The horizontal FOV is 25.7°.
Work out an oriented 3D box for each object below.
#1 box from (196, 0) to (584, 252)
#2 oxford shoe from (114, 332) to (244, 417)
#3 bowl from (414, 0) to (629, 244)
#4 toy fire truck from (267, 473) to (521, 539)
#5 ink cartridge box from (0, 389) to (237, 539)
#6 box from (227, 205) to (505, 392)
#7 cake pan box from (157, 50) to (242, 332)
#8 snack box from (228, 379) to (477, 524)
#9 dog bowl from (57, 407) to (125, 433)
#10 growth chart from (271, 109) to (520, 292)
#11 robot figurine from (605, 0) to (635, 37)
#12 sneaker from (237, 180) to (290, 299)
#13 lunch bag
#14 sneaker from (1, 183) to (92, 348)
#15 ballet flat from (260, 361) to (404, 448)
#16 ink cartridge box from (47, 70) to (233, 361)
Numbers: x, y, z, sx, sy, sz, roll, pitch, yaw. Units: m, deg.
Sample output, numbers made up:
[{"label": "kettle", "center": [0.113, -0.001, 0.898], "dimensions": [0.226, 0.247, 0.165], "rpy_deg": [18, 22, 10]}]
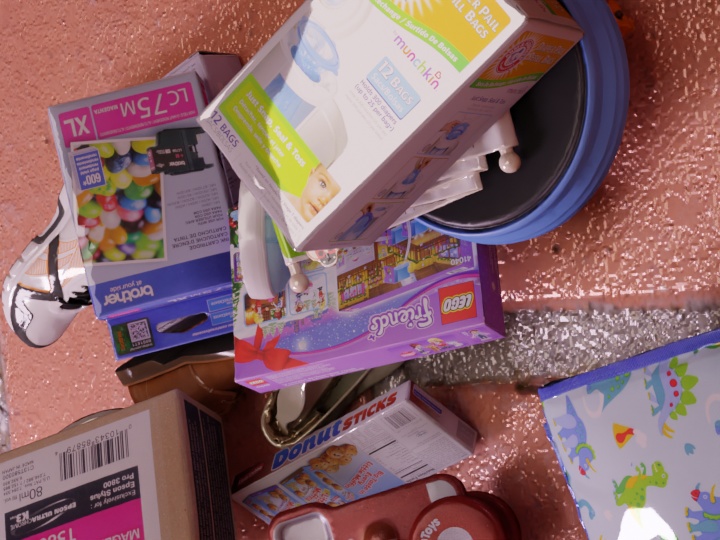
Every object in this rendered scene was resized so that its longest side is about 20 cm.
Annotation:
[{"label": "box", "center": [0.018, -0.118, 0.958], "dimensions": [0.200, 0.101, 0.113], "rpy_deg": [-43, 74, 22]}, {"label": "oxford shoe", "center": [-0.112, 0.083, 1.271], "dimensions": [0.200, 0.071, 0.071], "rpy_deg": [-18, 101, 45]}, {"label": "bowl", "center": [0.078, -0.117, 1.028], "dimensions": [0.201, 0.039, 0.201], "rpy_deg": [5, 98, 37]}, {"label": "toy fire truck", "center": [0.038, 0.243, 1.086], "dimensions": [0.168, 0.112, 0.200], "rpy_deg": [-18, 81, 9]}, {"label": "ink cartridge box", "center": [-0.199, 0.203, 1.215], "dimensions": [0.200, 0.075, 0.165], "rpy_deg": [-22, 57, 17]}, {"label": "box", "center": [0.000, 0.000, 1.125], "dimensions": [0.200, 0.039, 0.137], "rpy_deg": [-14, 67, 25]}, {"label": "cake pan box", "center": [-0.144, -0.056, 1.284], "dimensions": [0.200, 0.052, 0.184], "rpy_deg": [-30, 78, 37]}, {"label": "snack box", "center": [-0.009, 0.147, 1.185], "dimensions": [0.200, 0.072, 0.024], "rpy_deg": [-32, 30, 37]}, {"label": "dog bowl", "center": [-0.195, 0.219, 1.296], "dimensions": [0.200, 0.074, 0.200], "rpy_deg": [-13, 61, 23]}, {"label": "growth chart", "center": [0.010, -0.090, 1.031], "dimensions": [0.200, 0.018, 0.145], "rpy_deg": [-27, 81, 25]}, {"label": "robot figurine", "center": [0.089, -0.202, 1.071], "dimensions": [0.145, 0.058, 0.200], "rpy_deg": [-49, 66, 31]}, {"label": "sneaker", "center": [-0.033, -0.075, 1.106], "dimensions": [0.082, 0.074, 0.200], "rpy_deg": [9, 86, 13]}, {"label": "lunch bag", "center": [0.220, 0.121, 0.957], "dimensions": [0.200, 0.127, 0.170], "rpy_deg": [-23, 81, 29]}, {"label": "sneaker", "center": [-0.225, -0.004, 1.279], "dimensions": [0.080, 0.074, 0.200], "rpy_deg": [47, 123, 23]}, {"label": "ballet flat", "center": [-0.013, 0.063, 1.179], "dimensions": [0.069, 0.069, 0.200], "rpy_deg": [51, 123, 23]}, {"label": "ink cartridge box", "center": [-0.157, -0.041, 1.202], "dimensions": [0.119, 0.042, 0.200], "rpy_deg": [-14, 87, 0]}]
